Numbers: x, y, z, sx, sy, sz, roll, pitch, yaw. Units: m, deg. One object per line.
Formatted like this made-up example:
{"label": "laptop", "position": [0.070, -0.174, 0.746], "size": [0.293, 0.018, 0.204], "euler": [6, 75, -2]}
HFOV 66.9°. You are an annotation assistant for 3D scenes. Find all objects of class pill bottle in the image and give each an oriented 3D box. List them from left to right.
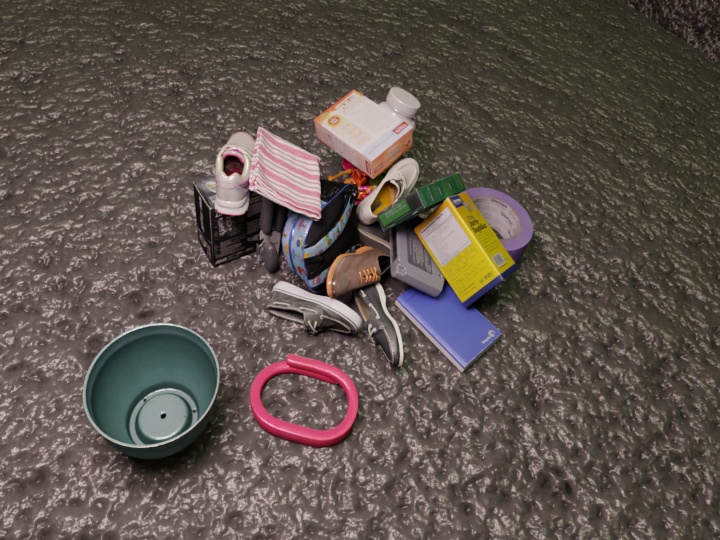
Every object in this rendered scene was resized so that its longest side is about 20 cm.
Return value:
{"label": "pill bottle", "position": [0.068, -0.338, 1.350], "size": [0.109, 0.203, 0.114], "euler": [19, 36, -15]}

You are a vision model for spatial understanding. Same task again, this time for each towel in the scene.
{"label": "towel", "position": [-0.136, -0.189, 1.032], "size": [0.143, 0.030, 0.204], "euler": [23, 39, -25]}

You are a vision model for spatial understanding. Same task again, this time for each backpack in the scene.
{"label": "backpack", "position": [-0.090, -0.066, 1.108], "size": [0.130, 0.187, 0.201], "euler": [14, 43, 25]}

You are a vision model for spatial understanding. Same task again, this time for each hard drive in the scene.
{"label": "hard drive", "position": [0.183, 0.100, 1.139], "size": [0.130, 0.026, 0.200], "euler": [-30, 62, -32]}

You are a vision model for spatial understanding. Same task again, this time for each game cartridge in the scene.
{"label": "game cartridge", "position": [0.123, -0.040, 1.175], "size": [0.131, 0.041, 0.205], "euler": [29, 41, -25]}

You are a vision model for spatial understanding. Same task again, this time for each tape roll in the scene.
{"label": "tape roll", "position": [0.301, -0.095, 1.290], "size": [0.192, 0.086, 0.205], "euler": [6, 50, -7]}

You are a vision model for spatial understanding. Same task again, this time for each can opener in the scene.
{"label": "can opener", "position": [-0.172, -0.088, 1.102], "size": [0.052, 0.204, 0.067], "euler": [-17, 49, -33]}

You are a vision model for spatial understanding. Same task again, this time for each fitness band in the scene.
{"label": "fitness band", "position": [-0.099, 0.230, 0.964], "size": [0.192, 0.038, 0.147], "euler": [14, 52, 1]}

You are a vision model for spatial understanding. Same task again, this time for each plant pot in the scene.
{"label": "plant pot", "position": [-0.319, 0.209, 0.864], "size": [0.192, 0.137, 0.205], "euler": [6, 49, -6]}

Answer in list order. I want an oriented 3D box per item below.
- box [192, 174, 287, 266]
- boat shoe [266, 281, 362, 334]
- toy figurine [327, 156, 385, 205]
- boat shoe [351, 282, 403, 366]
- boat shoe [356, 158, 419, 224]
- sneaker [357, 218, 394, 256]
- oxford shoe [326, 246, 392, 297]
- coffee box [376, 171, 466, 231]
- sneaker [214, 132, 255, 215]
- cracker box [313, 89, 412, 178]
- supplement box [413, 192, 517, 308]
{"label": "box", "position": [-0.239, -0.124, 1.140], "size": [0.195, 0.167, 0.087], "euler": [-23, 57, -28]}
{"label": "boat shoe", "position": [-0.094, 0.090, 1.067], "size": [0.193, 0.073, 0.072], "euler": [18, 58, 15]}
{"label": "toy figurine", "position": [-0.047, -0.197, 1.266], "size": [0.179, 0.152, 0.203], "euler": [-20, 61, -20]}
{"label": "boat shoe", "position": [0.032, 0.107, 1.073], "size": [0.058, 0.078, 0.203], "euler": [-5, 40, -17]}
{"label": "boat shoe", "position": [0.072, -0.179, 1.193], "size": [0.200, 0.069, 0.072], "euler": [-44, 104, -24]}
{"label": "sneaker", "position": [0.015, -0.088, 1.240], "size": [0.196, 0.076, 0.106], "euler": [32, 39, 14]}
{"label": "oxford shoe", "position": [0.000, 0.000, 1.090], "size": [0.071, 0.074, 0.199], "euler": [7, 26, 29]}
{"label": "coffee box", "position": [0.131, -0.147, 1.152], "size": [0.198, 0.121, 0.045], "euler": [-29, 91, -49]}
{"label": "sneaker", "position": [-0.232, -0.205, 1.040], "size": [0.078, 0.090, 0.205], "euler": [4, 50, -9]}
{"label": "cracker box", "position": [0.006, -0.309, 1.224], "size": [0.133, 0.059, 0.199], "euler": [-39, 59, -19]}
{"label": "supplement box", "position": [0.224, -0.046, 1.158], "size": [0.108, 0.108, 0.203], "euler": [-21, 75, -54]}
